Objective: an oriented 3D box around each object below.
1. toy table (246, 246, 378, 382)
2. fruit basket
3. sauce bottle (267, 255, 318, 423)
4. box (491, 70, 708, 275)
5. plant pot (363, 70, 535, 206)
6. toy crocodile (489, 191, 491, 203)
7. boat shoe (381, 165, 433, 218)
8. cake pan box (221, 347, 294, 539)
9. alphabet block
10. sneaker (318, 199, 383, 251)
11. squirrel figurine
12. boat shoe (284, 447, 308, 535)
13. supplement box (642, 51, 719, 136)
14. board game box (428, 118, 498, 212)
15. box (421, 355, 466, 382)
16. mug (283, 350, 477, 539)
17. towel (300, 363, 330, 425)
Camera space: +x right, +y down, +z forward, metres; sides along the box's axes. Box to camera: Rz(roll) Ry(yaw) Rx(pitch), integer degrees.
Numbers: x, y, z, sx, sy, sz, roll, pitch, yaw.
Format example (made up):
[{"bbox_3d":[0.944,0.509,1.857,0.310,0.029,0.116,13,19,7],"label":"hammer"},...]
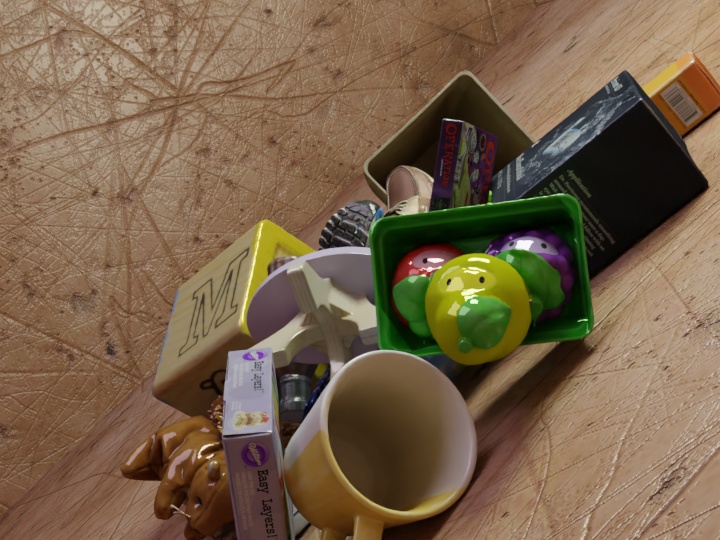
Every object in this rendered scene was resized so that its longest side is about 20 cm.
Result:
[{"bbox_3d":[-0.035,0.060,1.502,0.199,0.185,0.117,-26,17,17],"label":"toy table"},{"bbox_3d":[0.106,0.014,1.262,0.214,0.157,0.216,-5,-11,-1],"label":"fruit basket"},{"bbox_3d":[-0.079,0.082,1.667,0.065,0.064,0.201,-33,52,44],"label":"sauce bottle"},{"bbox_3d":[0.248,-0.096,1.489,0.200,0.118,0.197,-38,9,15],"label":"box"},{"bbox_3d":[0.128,-0.117,1.913,0.200,0.200,0.177,-44,-1,-10],"label":"plant pot"},{"bbox_3d":[0.125,-0.059,1.783,0.198,0.062,0.068,-6,33,-10],"label":"toy crocodile"},{"bbox_3d":[0.061,-0.051,1.626,0.076,0.072,0.201,-45,41,29],"label":"boat shoe"},{"bbox_3d":[-0.096,0.193,1.328,0.052,0.186,0.200,-5,19,-2],"label":"cake pan box"},{"bbox_3d":[-0.127,0.090,1.824,0.200,0.195,0.197,-36,34,39],"label":"alphabet block"},{"bbox_3d":[0.000,0.000,1.716,0.090,0.078,0.201,-16,-50,-37],"label":"sneaker"},{"bbox_3d":[-0.163,0.230,1.664,0.200,0.142,0.186,-47,16,-13],"label":"squirrel figurine"},{"bbox_3d":[-0.063,0.218,1.493,0.200,0.065,0.073,-48,11,-34],"label":"boat shoe"},{"bbox_3d":[0.328,-0.166,1.636,0.200,0.069,0.067,-37,9,19],"label":"supplement box"},{"bbox_3d":[0.105,-0.056,1.516,0.120,0.032,0.202,6,-87,-70],"label":"board game box"},{"bbox_3d":[0.085,0.071,1.443,0.200,0.047,0.122,-47,-26,-28],"label":"box"},{"bbox_3d":[-0.008,0.177,1.235,0.186,0.150,0.153,-40,-2,-35],"label":"mug"},{"bbox_3d":[-0.024,0.134,1.643,0.145,0.024,0.200,104,-167,-48],"label":"towel"}]
